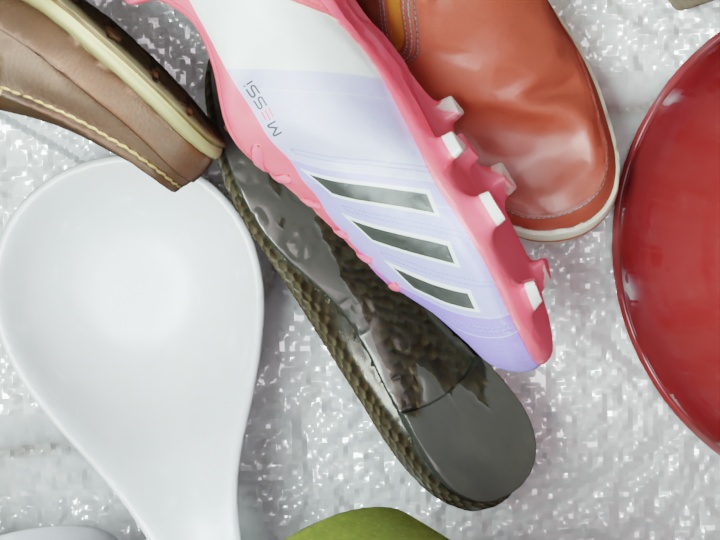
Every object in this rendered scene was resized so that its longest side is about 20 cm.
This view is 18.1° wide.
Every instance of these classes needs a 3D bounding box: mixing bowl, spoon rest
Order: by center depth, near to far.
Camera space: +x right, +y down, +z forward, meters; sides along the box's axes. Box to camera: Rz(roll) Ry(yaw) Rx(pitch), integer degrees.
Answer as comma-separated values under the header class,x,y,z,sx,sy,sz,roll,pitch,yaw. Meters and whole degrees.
class,x,y,z,sx,sy,sz,roll,pitch,yaw
mixing bowl,0.197,-0.008,0.811,0.200,0.108,0.201,0,92,-2
spoon rest,-0.069,0.055,0.829,0.099,0.061,0.200,-18,94,-1

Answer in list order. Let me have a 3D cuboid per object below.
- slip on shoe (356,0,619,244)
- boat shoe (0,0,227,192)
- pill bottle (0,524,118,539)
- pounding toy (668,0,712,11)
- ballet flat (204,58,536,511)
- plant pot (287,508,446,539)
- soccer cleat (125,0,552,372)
class,x,y,z,sx,sy,sz,roll,pitch,yaw
slip on shoe,0.034,-0.100,0.824,0.074,0.061,0.200,-26,95,-2
boat shoe,-0.140,-0.084,0.798,0.200,0.072,0.068,34,93,0
pill bottle,-0.097,0.195,0.776,0.111,0.111,0.200,-18,65,-1
pounding toy,0.162,-0.222,0.780,0.200,0.142,0.184,-30,94,0
ballet flat,0.000,0.000,0.839,0.067,0.046,0.200,-31,91,-20
plant pot,0.033,0.178,0.705,0.187,0.187,0.200,-38,60,1
soccer cleat,-0.004,-0.043,0.796,0.076,0.067,0.200,-32,96,14
